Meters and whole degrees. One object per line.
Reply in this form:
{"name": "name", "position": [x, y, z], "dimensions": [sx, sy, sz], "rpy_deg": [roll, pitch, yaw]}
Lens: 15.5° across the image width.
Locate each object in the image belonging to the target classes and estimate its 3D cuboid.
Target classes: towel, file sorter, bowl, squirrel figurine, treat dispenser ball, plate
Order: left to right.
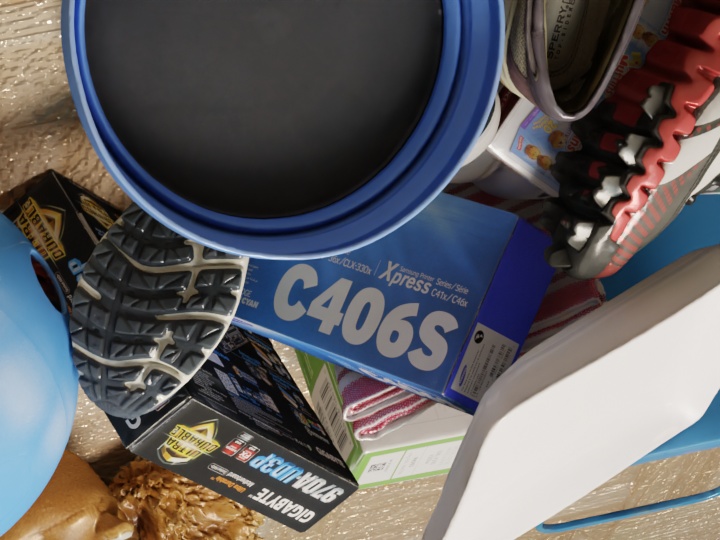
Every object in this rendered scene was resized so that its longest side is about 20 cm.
{"name": "treat dispenser ball", "position": [-0.236, 0.050, 1.273], "dimensions": [0.200, 0.201, 0.201], "rpy_deg": [-15, 154, -8]}
{"name": "squirrel figurine", "position": [-0.161, 0.166, 1.666], "dimensions": [0.200, 0.142, 0.187], "rpy_deg": [-26, 147, -19]}
{"name": "bowl", "position": [-0.035, -0.105, 1.142], "dimensions": [0.200, 0.201, 0.039], "rpy_deg": [-8, -172, -21]}
{"name": "towel", "position": [0.052, -0.003, 1.386], "dimensions": [0.146, 0.200, 0.030], "rpy_deg": [-23, 125, 12]}
{"name": "plate", "position": [0.113, 0.062, 1.290], "dimensions": [0.200, 0.032, 0.200], "rpy_deg": [-30, 160, -25]}
{"name": "file sorter", "position": [0.138, 0.031, 1.496], "dimensions": [0.138, 0.200, 0.123], "rpy_deg": [-10, 157, -18]}

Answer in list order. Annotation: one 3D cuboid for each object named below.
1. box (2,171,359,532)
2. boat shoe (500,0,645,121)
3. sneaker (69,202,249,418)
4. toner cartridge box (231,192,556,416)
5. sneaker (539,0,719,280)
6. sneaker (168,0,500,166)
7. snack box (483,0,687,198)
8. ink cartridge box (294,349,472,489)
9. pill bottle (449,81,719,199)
{"name": "box", "position": [-0.094, 0.047, 1.405], "dimensions": [0.046, 0.159, 0.200], "rpy_deg": [-39, 151, 10]}
{"name": "boat shoe", "position": [0.107, -0.160, 1.162], "dimensions": [0.072, 0.065, 0.200], "rpy_deg": [4, 114, -23]}
{"name": "sneaker", "position": [-0.074, -0.018, 1.289], "dimensions": [0.077, 0.200, 0.086], "rpy_deg": [19, 170, 15]}
{"name": "toner cartridge box", "position": [0.000, 0.000, 1.325], "dimensions": [0.200, 0.095, 0.043], "rpy_deg": [18, 171, 43]}
{"name": "sneaker", "position": [0.163, -0.072, 1.220], "dimensions": [0.098, 0.071, 0.201], "rpy_deg": [32, 92, -26]}
{"name": "sneaker", "position": [-0.039, -0.095, 1.196], "dimensions": [0.199, 0.073, 0.112], "rpy_deg": [7, 158, 9]}
{"name": "snack box", "position": [0.136, -0.124, 1.247], "dimensions": [0.072, 0.024, 0.200], "rpy_deg": [33, 93, -29]}
{"name": "ink cartridge box", "position": [0.071, 0.061, 1.613], "dimensions": [0.199, 0.104, 0.059], "rpy_deg": [-10, 153, -20]}
{"name": "pill bottle", "position": [0.111, -0.092, 1.331], "dimensions": [0.200, 0.113, 0.113], "rpy_deg": [-3, 150, -32]}
